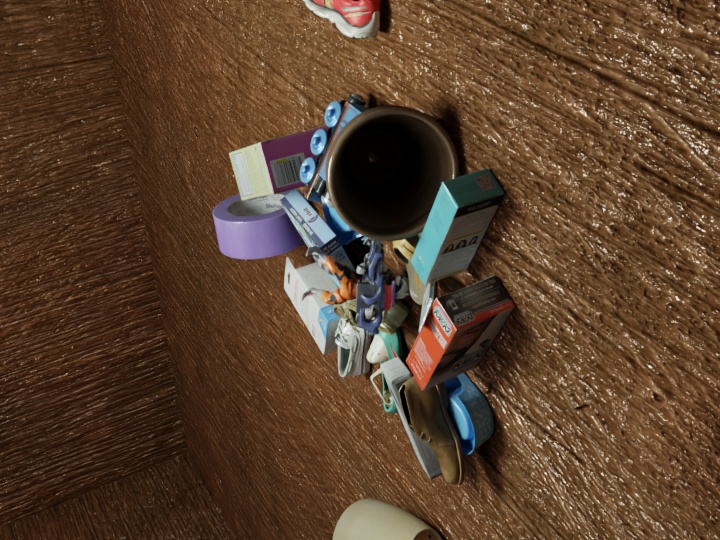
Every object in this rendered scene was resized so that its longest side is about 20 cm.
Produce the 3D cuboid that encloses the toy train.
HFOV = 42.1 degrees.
[{"bbox_3d":[-0.031,-0.197,1.587,0.114,0.086,0.201,45,116,47],"label":"toy train"}]

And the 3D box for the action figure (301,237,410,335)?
[{"bbox_3d":[0.000,0.000,1.644,0.105,0.191,0.202,-66,-11,-63],"label":"action figure"}]

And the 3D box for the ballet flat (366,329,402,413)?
[{"bbox_3d":[0.050,0.180,1.777,0.067,0.070,0.202,13,118,67],"label":"ballet flat"}]

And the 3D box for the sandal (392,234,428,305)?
[{"bbox_3d":[0.083,-0.030,1.568,0.080,0.054,0.202,32,135,56],"label":"sandal"}]

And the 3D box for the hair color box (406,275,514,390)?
[{"bbox_3d":[0.150,0.100,1.440,0.064,0.110,0.201,58,154,25],"label":"hair color box"}]

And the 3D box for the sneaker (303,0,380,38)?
[{"bbox_3d":[-0.026,-0.446,1.508,0.200,0.076,0.086,43,133,37],"label":"sneaker"}]

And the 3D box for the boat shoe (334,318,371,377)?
[{"bbox_3d":[-0.019,0.136,1.904,0.073,0.066,0.202,37,139,53],"label":"boat shoe"}]

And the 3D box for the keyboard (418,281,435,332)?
[{"bbox_3d":[0.106,0.043,1.467,0.200,0.011,0.057,-66,-10,-75],"label":"keyboard"}]

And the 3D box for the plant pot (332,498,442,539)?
[{"bbox_3d":[0.073,0.568,1.908,0.199,0.186,0.189,-13,95,53],"label":"plant pot"}]

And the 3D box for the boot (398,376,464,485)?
[{"bbox_3d":[0.117,0.271,1.562,0.073,0.075,0.202,-8,100,65],"label":"boot"}]

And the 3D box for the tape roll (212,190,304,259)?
[{"bbox_3d":[-0.210,-0.103,1.995,0.200,0.198,0.086,34,137,55],"label":"tape roll"}]

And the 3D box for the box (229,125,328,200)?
[{"bbox_3d":[-0.130,-0.205,1.766,0.200,0.174,0.098,3,109,65],"label":"box"}]

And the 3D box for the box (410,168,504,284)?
[{"bbox_3d":[0.139,-0.061,1.382,0.049,0.082,0.201,60,154,26],"label":"box"}]

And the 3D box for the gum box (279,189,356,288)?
[{"bbox_3d":[-0.067,-0.042,1.817,0.170,0.044,0.201,50,174,42],"label":"gum box"}]

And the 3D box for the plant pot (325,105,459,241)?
[{"bbox_3d":[0.036,-0.165,1.445,0.175,0.198,0.202,-117,16,-70],"label":"plant pot"}]

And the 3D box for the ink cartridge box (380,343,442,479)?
[{"bbox_3d":[0.088,0.249,1.680,0.174,0.043,0.202,-132,19,-73],"label":"ink cartridge box"}]

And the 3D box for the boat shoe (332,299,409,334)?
[{"bbox_3d":[0.007,0.081,1.746,0.073,0.063,0.199,40,157,-28],"label":"boat shoe"}]

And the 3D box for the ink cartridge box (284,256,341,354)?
[{"bbox_3d":[-0.092,0.065,2.017,0.201,0.067,0.116,56,152,32],"label":"ink cartridge box"}]

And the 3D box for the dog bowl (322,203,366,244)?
[{"bbox_3d":[-0.008,-0.112,1.701,0.200,0.049,0.113,-10,97,68],"label":"dog bowl"}]

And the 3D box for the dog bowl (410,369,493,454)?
[{"bbox_3d":[0.157,0.219,1.591,0.200,0.049,0.112,49,149,41],"label":"dog bowl"}]
